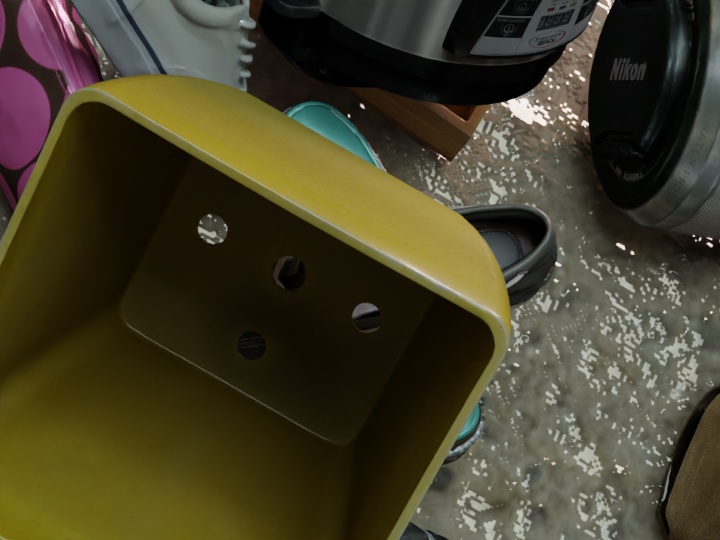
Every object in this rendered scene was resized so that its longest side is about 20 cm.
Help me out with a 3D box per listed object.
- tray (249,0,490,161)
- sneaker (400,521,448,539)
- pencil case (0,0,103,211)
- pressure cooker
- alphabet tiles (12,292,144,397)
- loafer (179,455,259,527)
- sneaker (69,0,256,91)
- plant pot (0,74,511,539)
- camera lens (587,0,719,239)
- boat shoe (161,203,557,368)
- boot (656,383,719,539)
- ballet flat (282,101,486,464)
[{"bbox_3d":[-0.007,-0.156,1.370,0.199,0.037,0.099,33,59,-3],"label":"tray"},{"bbox_3d":[0.028,0.185,1.203,0.200,0.075,0.116,42,56,2],"label":"sneaker"},{"bbox_3d":[-0.152,-0.087,1.244,0.090,0.094,0.201,-16,74,-43],"label":"pencil case"},{"bbox_3d":[0.042,-0.180,1.269,0.175,0.201,0.179,18,35,-4],"label":"pressure cooker"},{"bbox_3d":[-0.129,0.083,1.169,0.200,0.008,0.168,42,53,-35],"label":"alphabet tiles"},{"bbox_3d":[-0.087,0.180,1.131,0.068,0.075,0.201,21,67,-51],"label":"loafer"},{"bbox_3d":[-0.081,-0.109,1.232,0.070,0.200,0.073,-27,51,6],"label":"sneaker"},{"bbox_3d":[-0.051,0.029,1.088,0.199,0.201,0.176,29,21,2],"label":"plant pot"},{"bbox_3d":[0.235,-0.091,1.362,0.199,0.160,0.161,9,63,-17],"label":"camera lens"},{"bbox_3d":[0.000,0.000,1.211,0.199,0.057,0.067,-11,71,-12],"label":"boat shoe"},{"bbox_3d":[0.222,0.064,1.310,0.075,0.074,0.201,26,84,2],"label":"boot"},{"bbox_3d":[0.000,0.013,1.274,0.072,0.072,0.201,-17,72,-27],"label":"ballet flat"}]
